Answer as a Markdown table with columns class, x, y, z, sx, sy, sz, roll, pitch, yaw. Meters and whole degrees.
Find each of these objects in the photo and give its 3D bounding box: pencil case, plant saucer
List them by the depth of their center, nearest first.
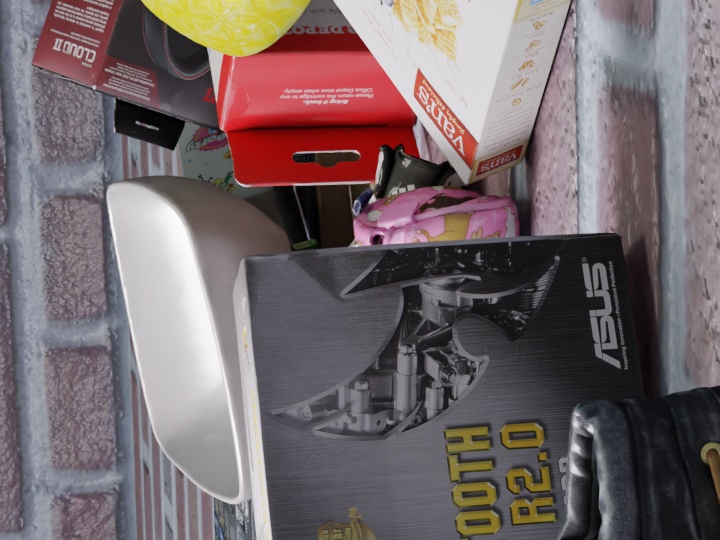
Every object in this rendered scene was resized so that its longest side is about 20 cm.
| class | x | y | z | sx | sy | sz | roll | pitch | yaw |
| --- | --- | --- | --- | --- | --- | --- | --- | --- | --- |
| pencil case | 0.038 | 0.060 | 1.225 | 0.083 | 0.086 | 0.201 | -122 | 29 | -78 |
| plant saucer | 0.001 | -0.061 | 1.553 | 0.200 | 0.029 | 0.201 | 176 | 90 | -79 |

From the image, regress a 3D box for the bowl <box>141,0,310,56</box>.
| class | x | y | z | sx | sy | sz | roll | pitch | yaw |
| --- | --- | --- | --- | --- | --- | --- | --- | --- | --- |
| bowl | -0.089 | -0.221 | 1.334 | 0.200 | 0.107 | 0.201 | -30 | 55 | 55 |

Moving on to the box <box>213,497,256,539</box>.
| class | x | y | z | sx | sy | sz | roll | pitch | yaw |
| --- | --- | --- | --- | --- | --- | --- | --- | --- | --- |
| box | -0.080 | 0.199 | 2.009 | 0.200 | 0.051 | 0.158 | -130 | 38 | -72 |

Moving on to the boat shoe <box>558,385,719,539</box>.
| class | x | y | z | sx | sy | sz | roll | pitch | yaw |
| --- | --- | --- | --- | --- | --- | --- | --- | --- | --- |
| boat shoe | 0.113 | 0.135 | 0.830 | 0.071 | 0.091 | 0.201 | -163 | 70 | -79 |

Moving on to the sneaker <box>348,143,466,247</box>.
| class | x | y | z | sx | sy | sz | roll | pitch | yaw |
| --- | --- | --- | --- | --- | --- | --- | --- | --- | --- |
| sneaker | 0.000 | 0.000 | 1.293 | 0.201 | 0.075 | 0.116 | -52 | -26 | -56 |

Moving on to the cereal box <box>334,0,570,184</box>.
| class | x | y | z | sx | sy | sz | roll | pitch | yaw |
| --- | --- | --- | --- | --- | --- | --- | --- | --- | --- |
| cereal box | 0.041 | -0.152 | 1.155 | 0.144 | 0.039 | 0.200 | 56 | 155 | 26 |

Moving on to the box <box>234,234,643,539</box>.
| class | x | y | z | sx | sy | sz | roll | pitch | yaw |
| --- | --- | --- | --- | --- | --- | --- | --- | --- | --- |
| box | 0.037 | 0.090 | 1.004 | 0.048 | 0.158 | 0.201 | 115 | 151 | -69 |

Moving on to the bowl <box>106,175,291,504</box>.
| class | x | y | z | sx | sy | sz | roll | pitch | yaw |
| --- | --- | --- | --- | --- | --- | --- | --- | --- | --- |
| bowl | -0.088 | 0.034 | 1.598 | 0.200 | 0.074 | 0.200 | -158 | 55 | -68 |

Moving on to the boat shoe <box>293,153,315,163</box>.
| class | x | y | z | sx | sy | sz | roll | pitch | yaw |
| --- | --- | --- | --- | --- | --- | --- | --- | --- | --- |
| boat shoe | -0.060 | -0.162 | 1.723 | 0.200 | 0.071 | 0.091 | -116 | 27 | -50 |

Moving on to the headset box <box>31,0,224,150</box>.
| class | x | y | z | sx | sy | sz | roll | pitch | yaw |
| --- | --- | --- | --- | --- | --- | --- | --- | --- | --- |
| headset box | -0.106 | -0.176 | 1.570 | 0.075 | 0.148 | 0.201 | 22 | 94 | 47 |

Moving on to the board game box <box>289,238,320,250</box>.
| class | x | y | z | sx | sy | sz | roll | pitch | yaw |
| --- | --- | --- | --- | --- | --- | --- | --- | --- | --- |
| board game box | -0.001 | 0.078 | 1.521 | 0.200 | 0.023 | 0.105 | -119 | 16 | -51 |

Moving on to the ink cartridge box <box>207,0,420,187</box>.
| class | x | y | z | sx | sy | sz | roll | pitch | yaw |
| --- | --- | --- | --- | --- | --- | --- | --- | --- | --- |
| ink cartridge box | -0.028 | -0.145 | 1.442 | 0.067 | 0.116 | 0.200 | 103 | 160 | -51 |

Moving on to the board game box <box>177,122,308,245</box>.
| class | x | y | z | sx | sy | sz | roll | pitch | yaw |
| --- | --- | --- | --- | --- | --- | --- | --- | --- | --- |
| board game box | -0.080 | -0.047 | 1.787 | 0.200 | 0.064 | 0.148 | -108 | -3 | -54 |
